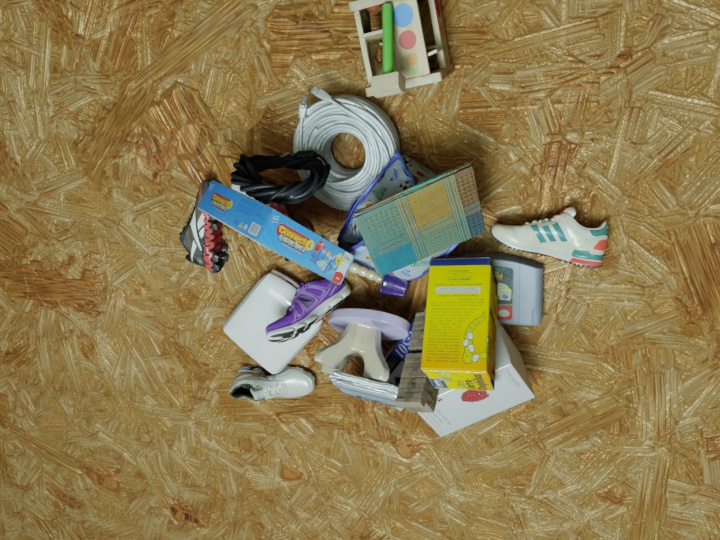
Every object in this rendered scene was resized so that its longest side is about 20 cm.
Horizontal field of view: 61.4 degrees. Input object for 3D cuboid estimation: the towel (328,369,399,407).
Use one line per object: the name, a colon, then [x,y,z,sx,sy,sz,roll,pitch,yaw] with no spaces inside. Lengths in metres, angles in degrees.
towel: [0.019,0.234,1.182,0.145,0.200,0.024,13,73,8]

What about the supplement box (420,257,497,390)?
supplement box: [0.174,0.092,1.041,0.108,0.202,0.109,-1,155,19]

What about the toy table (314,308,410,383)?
toy table: [0.001,0.150,1.177,0.183,0.118,0.199,25,160,-24]

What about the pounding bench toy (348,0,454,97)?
pounding bench toy: [0.056,-0.360,0.926,0.123,0.200,0.157,-5,112,21]

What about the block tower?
block tower: [0.117,0.164,1.105,0.054,0.201,0.058,-10,135,34]

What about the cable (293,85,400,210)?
cable: [-0.027,-0.213,1.097,0.198,0.069,0.201,23,119,7]

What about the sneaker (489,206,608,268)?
sneaker: [0.329,-0.070,1.051,0.198,0.070,0.094,16,100,14]

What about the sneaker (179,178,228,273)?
sneaker: [-0.328,-0.093,1.249,0.097,0.071,0.202,11,118,11]

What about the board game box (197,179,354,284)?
board game box: [-0.141,-0.064,1.014,0.199,0.195,0.056,27,89,44]

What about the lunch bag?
lunch bag: [0.075,-0.080,1.060,0.169,0.124,0.200,21,122,-32]

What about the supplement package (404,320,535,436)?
supplement package: [0.201,0.201,1.139,0.199,0.120,0.121,-29,127,18]

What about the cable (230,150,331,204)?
cable: [-0.133,-0.161,0.996,0.161,0.201,0.051,9,119,1]

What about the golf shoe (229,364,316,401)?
golf shoe: [-0.198,0.266,1.354,0.198,0.097,0.079,-4,110,18]

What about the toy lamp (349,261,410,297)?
toy lamp: [0.000,0.000,1.189,0.198,0.058,0.059,20,118,9]

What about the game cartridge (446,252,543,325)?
game cartridge: [0.239,0.034,1.137,0.198,0.041,0.135,2,110,18]

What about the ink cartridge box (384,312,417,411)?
ink cartridge box: [0.099,0.191,1.249,0.094,0.044,0.201,33,119,0]

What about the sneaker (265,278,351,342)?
sneaker: [-0.113,0.071,1.201,0.084,0.199,0.081,50,151,7]

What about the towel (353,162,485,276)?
towel: [0.098,-0.077,0.970,0.198,0.022,0.147,-24,133,0]

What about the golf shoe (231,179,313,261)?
golf shoe: [-0.180,-0.105,1.182,0.200,0.092,0.073,43,128,-1]

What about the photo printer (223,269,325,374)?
photo printer: [-0.179,0.106,1.290,0.166,0.070,0.200,42,119,-3]
